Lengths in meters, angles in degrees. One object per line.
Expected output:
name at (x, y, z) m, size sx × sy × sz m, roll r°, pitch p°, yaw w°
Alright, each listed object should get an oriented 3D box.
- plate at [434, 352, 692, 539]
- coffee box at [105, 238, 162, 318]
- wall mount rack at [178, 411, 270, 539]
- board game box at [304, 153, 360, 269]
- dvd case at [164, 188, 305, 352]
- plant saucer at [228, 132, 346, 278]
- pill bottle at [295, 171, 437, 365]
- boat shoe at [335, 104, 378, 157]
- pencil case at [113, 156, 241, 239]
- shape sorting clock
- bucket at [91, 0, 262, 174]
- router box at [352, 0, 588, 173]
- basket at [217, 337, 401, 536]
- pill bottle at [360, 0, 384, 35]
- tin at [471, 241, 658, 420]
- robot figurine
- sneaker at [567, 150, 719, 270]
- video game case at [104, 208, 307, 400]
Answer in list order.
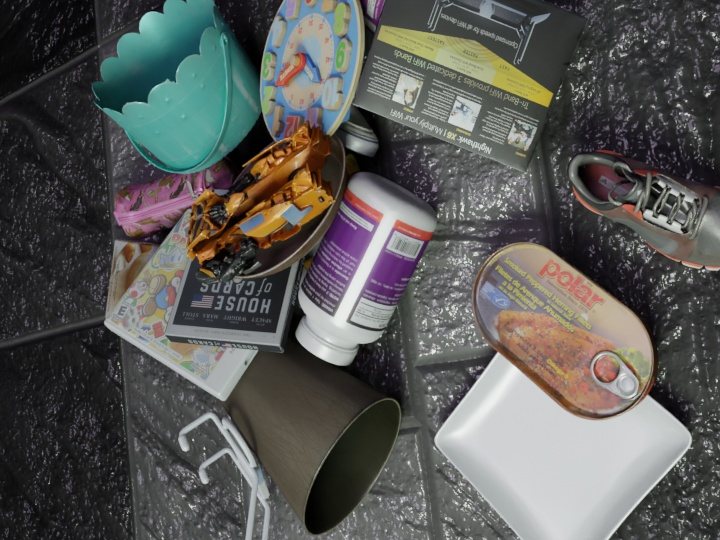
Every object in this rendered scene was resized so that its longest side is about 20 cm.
plate at (0.197, 0.169, 0.778) m, size 0.199 × 0.032 × 0.202 m, roll 44°, pitch 111°, yaw 29°
coffee box at (-0.256, 0.025, 1.068) m, size 0.196 × 0.079 × 0.118 m, roll 7°, pitch 91°, yaw 34°
wall mount rack at (-0.143, 0.267, 0.910) m, size 0.074 × 0.202 × 0.174 m, roll -32°, pitch 61°, yaw -18°
board game box at (-0.070, -0.058, 0.980) m, size 0.198 × 0.030 × 0.098 m, roll -32°, pitch 70°, yaw 26°
dvd case at (-0.139, -0.006, 0.921) m, size 0.146 × 0.025 × 0.205 m, roll 3°, pitch 62°, yaw 16°
plant saucer at (-0.089, -0.074, 0.880) m, size 0.197 × 0.032 × 0.204 m, roll -23°, pitch 47°, yaw 27°
pill bottle at (0.000, 0.000, 0.875) m, size 0.112 × 0.111 × 0.204 m, roll 35°, pitch 106°, yaw 30°
boat shoe at (-0.041, -0.212, 0.945) m, size 0.200 × 0.070 × 0.071 m, roll 43°, pitch 113°, yaw 35°
pencil case at (-0.253, -0.099, 1.068) m, size 0.196 × 0.086 × 0.085 m, roll -11°, pitch 65°, yaw 34°
shape sorting clock at (-0.062, -0.237, 0.876) m, size 0.197 × 0.038 × 0.207 m, roll 1°, pitch 91°, yaw 51°
bucket at (-0.228, -0.235, 0.992) m, size 0.203 × 0.135 × 0.211 m, roll -21°, pitch 46°, yaw 23°
router box at (0.107, -0.212, 0.783) m, size 0.195 × 0.052 × 0.161 m, roll 21°, pitch 107°, yaw -1°
basket at (-0.073, 0.171, 0.908) m, size 0.198 × 0.134 × 0.184 m, roll 35°, pitch 107°, yaw 34°
pill bottle at (0.019, -0.342, 0.883) m, size 0.200 × 0.111 × 0.113 m, roll 47°, pitch 112°, yaw 26°
tin at (0.196, 0.055, 0.747) m, size 0.200 × 0.041 × 0.114 m, roll 43°, pitch 112°, yaw 30°
robot figurine at (-0.115, -0.071, 0.833) m, size 0.197 × 0.058 × 0.147 m, roll -29°, pitch 42°, yaw 23°
sneaker at (0.273, -0.057, 0.709) m, size 0.197 × 0.081 × 0.079 m, roll 26°, pitch 101°, yaw 33°
video game case at (-0.189, 0.034, 0.938) m, size 0.197 × 0.023 × 0.184 m, roll 24°, pitch 70°, yaw 25°
